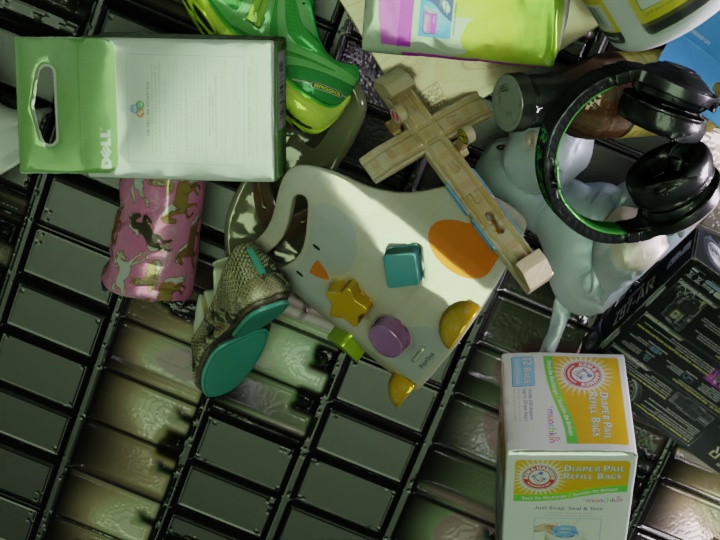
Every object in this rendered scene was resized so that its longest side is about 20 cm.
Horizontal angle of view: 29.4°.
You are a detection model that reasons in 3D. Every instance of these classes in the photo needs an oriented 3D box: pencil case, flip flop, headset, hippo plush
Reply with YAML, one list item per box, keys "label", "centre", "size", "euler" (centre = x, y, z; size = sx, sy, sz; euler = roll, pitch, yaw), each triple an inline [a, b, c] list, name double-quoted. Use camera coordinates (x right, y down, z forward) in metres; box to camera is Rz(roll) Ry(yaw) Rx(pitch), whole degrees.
- label: "pencil case"
  centre: [-0.165, -0.076, 1.125]
  size: [0.085, 0.083, 0.203]
  euler: [14, 106, 18]
- label: "flip flop"
  centre: [-0.055, -0.071, 1.132]
  size: [0.080, 0.058, 0.202]
  euler: [28, 105, -4]
- label: "headset"
  centre: [0.221, -0.084, 0.944]
  size: [0.197, 0.094, 0.125]
  euler: [-14, 114, -9]
- label: "hippo plush"
  centre: [0.178, -0.061, 1.099]
  size: [0.161, 0.159, 0.200]
  euler: [48, 146, 9]

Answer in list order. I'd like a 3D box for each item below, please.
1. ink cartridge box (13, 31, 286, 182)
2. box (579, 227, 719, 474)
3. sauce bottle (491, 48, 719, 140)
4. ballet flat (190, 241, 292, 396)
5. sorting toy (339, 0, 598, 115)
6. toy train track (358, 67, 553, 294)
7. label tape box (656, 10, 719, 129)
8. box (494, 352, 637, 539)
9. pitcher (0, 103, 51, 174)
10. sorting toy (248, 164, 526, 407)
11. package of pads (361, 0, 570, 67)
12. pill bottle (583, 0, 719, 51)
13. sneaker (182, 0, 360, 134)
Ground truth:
- label: "ink cartridge box"
  centre: [-0.156, -0.125, 1.037]
  size: [0.196, 0.059, 0.106]
  euler: [2, 103, 5]
- label: "box"
  centre: [0.301, 0.080, 1.123]
  size: [0.199, 0.044, 0.161]
  euler: [34, 130, -5]
- label: "sauce bottle"
  centre: [0.189, -0.130, 1.004]
  size: [0.197, 0.066, 0.067]
  euler: [-5, 107, -28]
- label: "ballet flat"
  centre: [-0.105, 0.034, 1.133]
  size: [0.067, 0.200, 0.076]
  euler: [-18, 71, -25]
- label: "sorting toy"
  centre: [0.081, -0.247, 1.071]
  size: [0.198, 0.070, 0.200]
  euler: [-30, 101, 11]
- label: "toy train track"
  centre: [0.077, -0.073, 1.016]
  size: [0.114, 0.033, 0.201]
  euler: [-30, 75, -20]
- label: "label tape box"
  centre: [0.320, -0.187, 0.988]
  size: [0.143, 0.063, 0.202]
  euler: [34, 75, -10]
- label: "box"
  centre: [0.163, 0.176, 1.120]
  size: [0.100, 0.113, 0.202]
  euler: [0, 131, 3]
- label: "pitcher"
  centre: [-0.378, -0.122, 1.120]
  size: [0.199, 0.122, 0.172]
  euler: [33, 120, -16]
- label: "sorting toy"
  centre: [0.000, 0.000, 1.078]
  size: [0.179, 0.107, 0.201]
  euler: [32, 139, -2]
- label: "package of pads"
  centre: [0.085, -0.254, 0.997]
  size: [0.152, 0.068, 0.203]
  euler: [5, 105, 3]
- label: "pill bottle"
  centre: [0.165, -0.255, 0.904]
  size: [0.111, 0.112, 0.201]
  euler: [-33, 111, 11]
- label: "sneaker"
  centre: [-0.078, -0.200, 1.096]
  size: [0.083, 0.074, 0.200]
  euler: [-41, 88, -12]
